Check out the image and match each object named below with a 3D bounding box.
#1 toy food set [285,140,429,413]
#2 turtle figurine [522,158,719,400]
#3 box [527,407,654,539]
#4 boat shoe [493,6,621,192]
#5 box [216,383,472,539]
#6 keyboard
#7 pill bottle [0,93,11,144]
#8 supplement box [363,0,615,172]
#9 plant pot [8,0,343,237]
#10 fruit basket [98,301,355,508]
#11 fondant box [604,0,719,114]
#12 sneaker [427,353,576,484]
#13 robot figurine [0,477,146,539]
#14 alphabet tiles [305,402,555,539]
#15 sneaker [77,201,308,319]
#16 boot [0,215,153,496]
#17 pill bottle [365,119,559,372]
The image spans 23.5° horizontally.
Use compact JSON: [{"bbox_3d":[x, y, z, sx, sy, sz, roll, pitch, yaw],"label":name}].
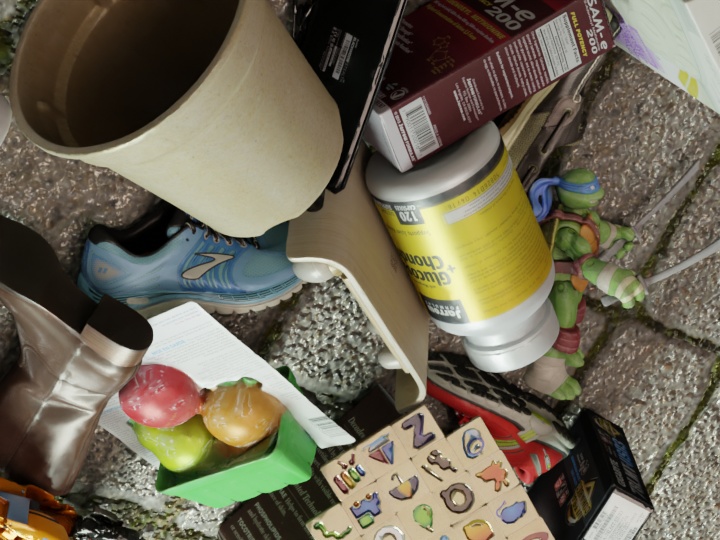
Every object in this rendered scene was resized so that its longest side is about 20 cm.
[{"bbox_3d":[0.000,0.000,1.383,0.060,0.144,0.200,-14,134,20],"label":"toy food set"},{"bbox_3d":[0.220,0.012,1.505,0.200,0.144,0.194,0,121,-25],"label":"turtle figurine"},{"bbox_3d":[0.184,0.248,1.586,0.050,0.200,0.199,31,104,-9],"label":"box"},{"bbox_3d":[0.155,-0.126,1.424,0.065,0.073,0.200,35,109,-8],"label":"boat shoe"},{"bbox_3d":[0.018,0.247,1.515,0.200,0.164,0.166,-42,128,-1],"label":"box"},{"bbox_3d":[-0.013,-0.167,1.305,0.040,0.104,0.200,-7,124,-53],"label":"keyboard"},{"bbox_3d":[-0.327,-0.140,1.133,0.112,0.112,0.200,-45,129,1],"label":"pill bottle"},{"bbox_3d":[0.083,-0.167,1.345,0.200,0.109,0.061,-31,127,-11],"label":"supplement box"},{"bbox_3d":[-0.112,-0.123,1.224,0.200,0.200,0.183,-46,138,2],"label":"plant pot"},{"bbox_3d":[-0.132,0.101,1.371,0.185,0.094,0.200,-22,126,33],"label":"fruit basket"},{"bbox_3d":[0.243,-0.208,1.350,0.058,0.200,0.144,-39,129,-2],"label":"fondant box"},{"bbox_3d":[0.116,0.144,1.569,0.200,0.077,0.085,33,104,-38],"label":"sneaker"},{"bbox_3d":[-0.262,0.219,1.373,0.145,0.058,0.200,-21,140,37],"label":"robot figurine"},{"bbox_3d":[0.059,0.215,1.404,0.166,0.006,0.200,-32,102,-3],"label":"alphabet tiles"},{"bbox_3d":[-0.122,-0.015,1.343,0.200,0.078,0.090,-11,119,-23],"label":"sneaker"},{"bbox_3d":[-0.269,0.069,1.319,0.186,0.064,0.200,37,129,1],"label":"boot"},{"bbox_3d":[0.089,-0.019,1.380,0.112,0.112,0.200,-32,120,-9],"label":"pill bottle"}]
